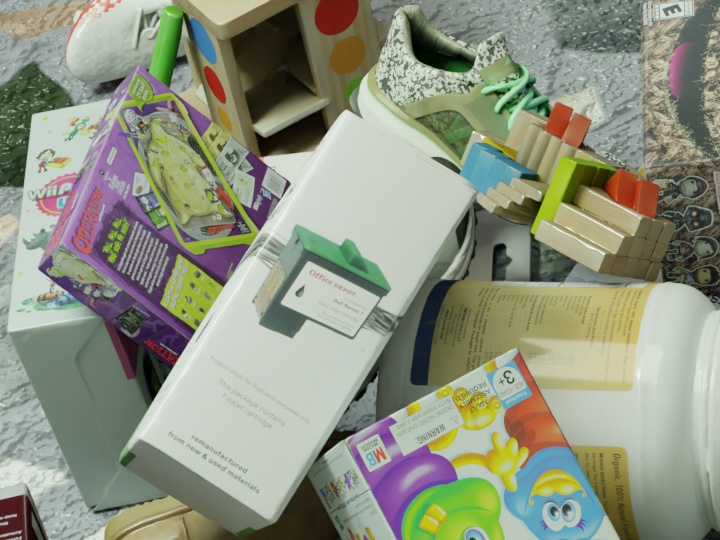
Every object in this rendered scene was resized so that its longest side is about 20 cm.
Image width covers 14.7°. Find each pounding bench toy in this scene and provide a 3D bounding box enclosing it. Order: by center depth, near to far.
[{"bbox_3d":[-0.087,-0.147,1.805,0.199,0.157,0.124,-30,42,-17],"label":"pounding bench toy"}]

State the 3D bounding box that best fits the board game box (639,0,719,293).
[{"bbox_3d":[0.265,-0.083,1.595,0.199,0.097,0.160,-7,41,9],"label":"board game box"}]

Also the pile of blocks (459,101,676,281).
[{"bbox_3d":[0.106,-0.058,1.544,0.082,0.062,0.200,16,12,-29],"label":"pile of blocks"}]

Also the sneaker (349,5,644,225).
[{"bbox_3d":[0.082,-0.094,1.657,0.199,0.089,0.077,27,44,22],"label":"sneaker"}]

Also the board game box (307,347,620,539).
[{"bbox_3d":[0.071,0.156,1.368,0.103,0.105,0.201,-27,85,-15],"label":"board game box"}]

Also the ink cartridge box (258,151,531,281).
[{"bbox_3d":[0.002,-0.018,1.698,0.199,0.068,0.117,-6,40,9],"label":"ink cartridge box"}]

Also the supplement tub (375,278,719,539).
[{"bbox_3d":[0.120,0.078,1.494,0.199,0.145,0.145,1,42,18],"label":"supplement tub"}]

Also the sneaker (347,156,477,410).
[{"bbox_3d":[0.000,0.000,1.570,0.074,0.080,0.200,9,46,36],"label":"sneaker"}]

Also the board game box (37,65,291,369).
[{"bbox_3d":[-0.108,-0.027,1.588,0.032,0.120,0.200,-39,19,29],"label":"board game box"}]

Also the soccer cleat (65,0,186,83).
[{"bbox_3d":[-0.112,-0.183,1.926,0.199,0.069,0.085,-29,38,-24],"label":"soccer cleat"}]

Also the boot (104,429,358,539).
[{"bbox_3d":[-0.046,0.192,1.481,0.174,0.066,0.200,-24,41,3],"label":"boot"}]

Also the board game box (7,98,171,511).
[{"bbox_3d":[-0.150,0.017,1.642,0.064,0.148,0.201,-12,40,7],"label":"board game box"}]

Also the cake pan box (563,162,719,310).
[{"bbox_3d":[0.243,-0.011,1.633,0.199,0.052,0.184,14,50,29],"label":"cake pan box"}]

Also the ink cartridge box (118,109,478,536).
[{"bbox_3d":[-0.034,0.030,1.433,0.084,0.146,0.201,32,78,-3],"label":"ink cartridge box"}]

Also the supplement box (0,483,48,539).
[{"bbox_3d":[-0.184,0.221,1.448,0.061,0.109,0.200,-14,39,2],"label":"supplement box"}]
